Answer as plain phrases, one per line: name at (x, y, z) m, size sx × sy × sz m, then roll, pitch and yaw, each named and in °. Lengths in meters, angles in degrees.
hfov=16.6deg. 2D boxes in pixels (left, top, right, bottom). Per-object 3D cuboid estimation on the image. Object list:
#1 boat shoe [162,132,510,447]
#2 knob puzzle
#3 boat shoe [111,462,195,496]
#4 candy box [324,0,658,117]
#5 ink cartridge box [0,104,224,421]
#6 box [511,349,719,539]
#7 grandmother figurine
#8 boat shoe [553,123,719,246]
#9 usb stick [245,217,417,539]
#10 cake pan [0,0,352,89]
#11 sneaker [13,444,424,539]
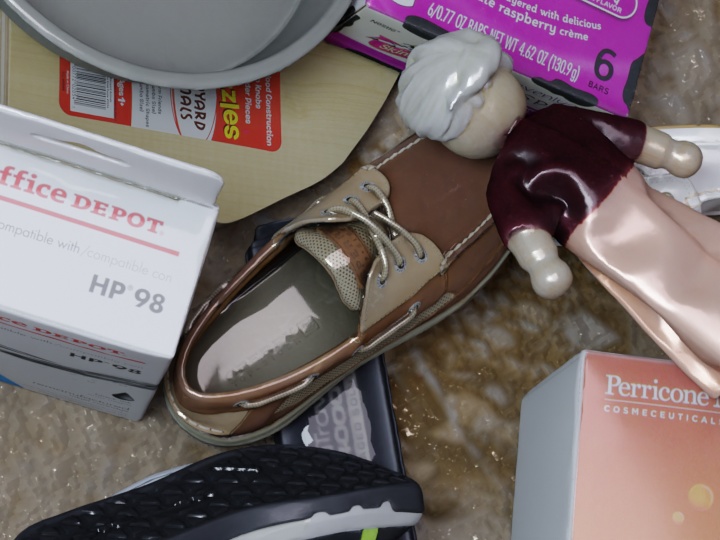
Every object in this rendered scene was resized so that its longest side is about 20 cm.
boat shoe at (0.000, 0.000, 1.040) m, size 0.200 × 0.072 × 0.076 m, roll -44°, pitch 81°, yaw -5°
knob puzzle at (-0.070, -0.111, 1.093) m, size 0.220 × 0.030 × 0.220 m, roll 11°, pitch 69°, yaw -30°
boat shoe at (-0.117, 0.143, 1.029) m, size 0.200 × 0.062 × 0.072 m, roll -31°, pitch 84°, yaw -16°
candy box at (0.077, -0.177, 1.127) m, size 0.136 × 0.061 × 0.200 m, roll 21°, pitch 73°, yaw -19°
ink cartridge box at (-0.126, 0.000, 0.990) m, size 0.116 × 0.200 × 0.067 m, roll 17°, pitch 75°, yaw -5°
box at (0.145, 0.148, 1.051) m, size 0.152 × 0.106 × 0.200 m, roll 7°, pitch 76°, yaw -8°
grandmother figurine at (0.095, -0.025, 1.008) m, size 0.200 × 0.061 × 0.121 m, roll 41°, pitch 35°, yaw 8°
boat shoe at (0.115, -0.025, 1.109) m, size 0.200 × 0.071 × 0.069 m, roll -2°, pitch 77°, yaw -1°
usb stick at (-0.010, 0.075, 1.080) m, size 0.055 × 0.033 × 0.200 m, roll -9°, pitch 79°, yaw -4°
cake pan at (-0.090, -0.166, 1.048) m, size 0.200 × 0.037 × 0.200 m, roll 9°, pitch 70°, yaw -26°
sneaker at (-0.063, 0.128, 1.002) m, size 0.200 × 0.072 × 0.083 m, roll -12°, pitch 111°, yaw -33°
